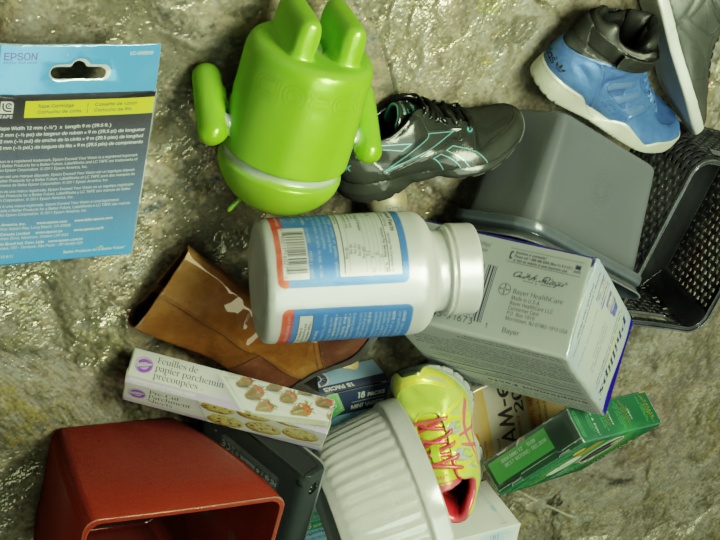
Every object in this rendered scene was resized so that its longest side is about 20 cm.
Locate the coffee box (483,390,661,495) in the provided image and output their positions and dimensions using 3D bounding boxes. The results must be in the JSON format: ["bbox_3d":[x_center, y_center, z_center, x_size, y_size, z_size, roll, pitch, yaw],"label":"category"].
[{"bbox_3d":[0.226,0.181,1.846,0.123,0.044,0.199,-37,163,30],"label":"coffee box"}]

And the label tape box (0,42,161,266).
[{"bbox_3d":[-0.253,-0.107,1.449,0.142,0.066,0.202,-5,122,-29],"label":"label tape box"}]

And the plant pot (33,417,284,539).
[{"bbox_3d":[-0.215,0.250,1.656,0.198,0.176,0.201,-3,124,-31],"label":"plant pot"}]

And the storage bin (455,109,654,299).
[{"bbox_3d":[0.195,-0.070,1.724,0.199,0.145,0.136,25,80,-41],"label":"storage bin"}]

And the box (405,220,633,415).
[{"bbox_3d":[0.151,0.048,1.688,0.106,0.182,0.200,-71,157,-14],"label":"box"}]

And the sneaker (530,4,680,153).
[{"bbox_3d":[0.269,-0.191,1.697,0.199,0.077,0.111,23,126,-34],"label":"sneaker"}]

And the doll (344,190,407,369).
[{"bbox_3d":[0.000,0.000,1.694,0.135,0.049,0.201,9,118,-23],"label":"doll"}]

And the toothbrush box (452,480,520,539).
[{"bbox_3d":[0.087,0.353,1.985,0.145,0.085,0.202,-8,125,-27],"label":"toothbrush box"}]

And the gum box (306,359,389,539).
[{"bbox_3d":[-0.063,0.200,1.805,0.168,0.045,0.202,-11,127,-26],"label":"gum box"}]

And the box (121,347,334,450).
[{"bbox_3d":[-0.124,0.122,1.640,0.198,0.039,0.042,15,146,-4],"label":"box"}]

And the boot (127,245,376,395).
[{"bbox_3d":[-0.089,0.026,1.628,0.199,0.069,0.188,33,121,-27],"label":"boot"}]

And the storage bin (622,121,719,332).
[{"bbox_3d":[0.334,-0.046,1.842,0.134,0.094,0.201,8,117,-35],"label":"storage bin"}]

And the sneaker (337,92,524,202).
[{"bbox_3d":[0.067,-0.126,1.628,0.198,0.075,0.080,-20,128,-19],"label":"sneaker"}]

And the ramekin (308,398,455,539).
[{"bbox_3d":[0.017,0.237,1.724,0.104,0.201,0.201,-18,131,-9],"label":"ramekin"}]

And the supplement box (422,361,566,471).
[{"bbox_3d":[0.168,0.125,1.875,0.199,0.074,0.127,-26,133,-13],"label":"supplement box"}]

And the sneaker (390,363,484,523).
[{"bbox_3d":[0.083,0.177,1.760,0.077,0.091,0.201,-12,130,17],"label":"sneaker"}]

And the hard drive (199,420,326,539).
[{"bbox_3d":[-0.112,0.230,1.717,0.033,0.139,0.201,-28,145,-44],"label":"hard drive"}]

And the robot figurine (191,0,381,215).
[{"bbox_3d":[-0.058,-0.136,1.513,0.174,0.116,0.202,3,121,-26],"label":"robot figurine"}]

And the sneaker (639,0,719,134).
[{"bbox_3d":[0.343,-0.229,1.728,0.099,0.071,0.201,-27,129,-6],"label":"sneaker"}]

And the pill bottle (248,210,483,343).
[{"bbox_3d":[0.005,0.005,1.550,0.198,0.113,0.113,-2,125,-13],"label":"pill bottle"}]
